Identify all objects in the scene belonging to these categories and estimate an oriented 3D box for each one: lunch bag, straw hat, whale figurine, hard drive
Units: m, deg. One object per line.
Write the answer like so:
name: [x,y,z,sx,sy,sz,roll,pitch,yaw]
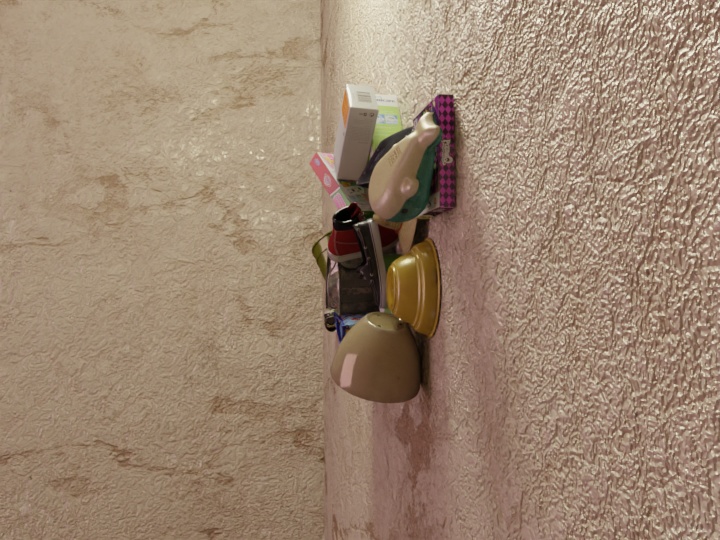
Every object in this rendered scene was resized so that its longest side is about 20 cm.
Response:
lunch bag: [0.000,0.000,1.729,0.117,0.160,0.205,-164,72,-64]
straw hat: [0.071,-0.132,1.475,0.201,0.083,0.206,-173,90,-85]
whale figurine: [0.096,-0.178,1.222,0.202,0.102,0.160,-56,28,26]
hard drive: [0.066,-0.239,1.478,0.137,0.042,0.199,-60,19,-11]
lunch bag: [0.013,0.137,1.726,0.200,0.147,0.096,-114,23,-69]

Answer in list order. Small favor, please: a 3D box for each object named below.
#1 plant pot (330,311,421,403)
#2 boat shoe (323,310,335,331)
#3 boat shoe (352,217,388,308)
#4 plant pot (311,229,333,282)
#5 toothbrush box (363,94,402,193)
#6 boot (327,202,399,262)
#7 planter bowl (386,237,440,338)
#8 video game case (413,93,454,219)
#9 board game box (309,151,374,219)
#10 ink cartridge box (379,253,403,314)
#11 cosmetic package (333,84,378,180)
plant pot: [0.042,0.168,1.435,0.201,0.195,0.138,-113,32,-68]
boat shoe: [-0.120,0.214,2.886,0.202,0.070,0.062,96,168,-75]
boat shoe: [0.019,-0.012,1.515,0.070,0.065,0.205,-135,36,-77]
plant pot: [-0.019,0.007,1.904,0.201,0.196,0.196,106,149,-61]
toothbrush box: [0.050,-0.314,1.693,0.147,0.084,0.204,105,161,-53]
boot: [0.019,-0.105,1.579,0.073,0.196,0.146,54,149,34]
planter bowl: [0.099,0.036,1.389,0.200,0.081,0.206,179,90,-82]
video game case: [0.137,-0.208,1.288,0.181,0.035,0.205,171,99,-80]
board game box: [-0.022,-0.209,1.715,0.040,0.151,0.202,-49,61,32]
ink cartridge box: [0.080,0.069,1.588,0.203,0.058,0.105,-99,13,-45]
cosmetic package: [-0.014,-0.327,1.626,0.103,0.069,0.203,-100,17,-45]
